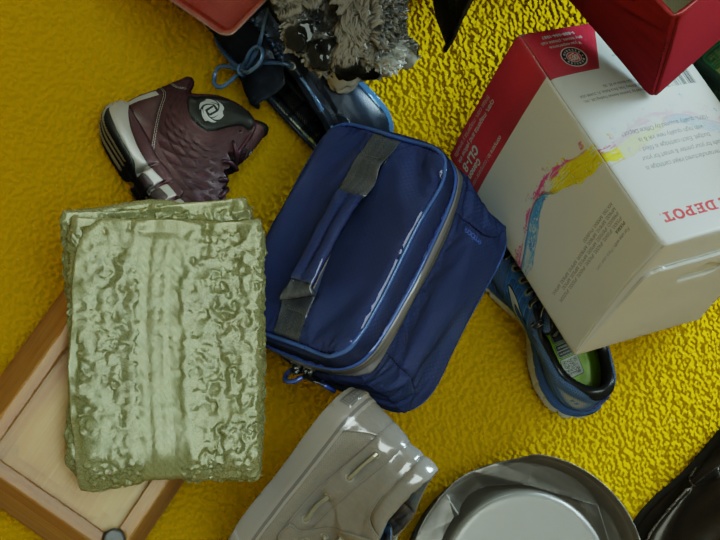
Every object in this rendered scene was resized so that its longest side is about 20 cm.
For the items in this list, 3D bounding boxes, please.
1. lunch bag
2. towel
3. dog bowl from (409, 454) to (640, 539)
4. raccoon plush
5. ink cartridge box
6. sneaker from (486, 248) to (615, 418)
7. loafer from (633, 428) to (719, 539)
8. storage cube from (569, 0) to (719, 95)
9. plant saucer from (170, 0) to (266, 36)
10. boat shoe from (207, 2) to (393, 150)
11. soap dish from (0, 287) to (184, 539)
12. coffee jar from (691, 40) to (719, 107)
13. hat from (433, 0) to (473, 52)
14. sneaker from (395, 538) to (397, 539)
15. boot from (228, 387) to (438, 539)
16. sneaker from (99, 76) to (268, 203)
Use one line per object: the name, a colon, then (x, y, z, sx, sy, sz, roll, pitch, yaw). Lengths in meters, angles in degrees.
lunch bag: (0.000, 0.000, 1.172, 0.132, 0.135, 0.202, 43, 70, -48)
towel: (-0.135, 0.050, 1.112, 0.146, 0.036, 0.203, -2, 84, -6)
dog bowl: (0.123, 0.244, 1.243, 0.197, 0.059, 0.203, 1, 85, -15)
raccoon plush: (0.026, -0.209, 1.143, 0.200, 0.134, 0.097, -45, 78, 27)
ink cartridge box: (0.193, -0.066, 1.196, 0.144, 0.145, 0.201, -12, 60, -33)
sneaker: (0.151, 0.018, 1.256, 0.078, 0.089, 0.202, -27, 87, -16)
loafer: (0.282, 0.194, 1.283, 0.073, 0.071, 0.201, 40, 76, -8)
storage cube: (0.213, -0.257, 1.090, 0.200, 0.180, 0.171, -41, 78, -2)
plant saucer: (-0.107, -0.282, 1.205, 0.199, 0.037, 0.200, 35, 70, 20)
boat shoe: (-0.061, -0.153, 1.219, 0.199, 0.084, 0.069, 39, 67, -6)
soap dish: (-0.185, 0.104, 1.162, 0.157, 0.081, 0.201, 36, 78, -8)
coffee jar: (0.305, -0.124, 1.224, 0.085, 0.105, 0.200, -28, 54, -14)
hat: (0.051, -0.264, 1.203, 0.080, 0.201, 0.203, 8, 82, -8)
sneaker: (-0.006, 0.259, 1.211, 0.086, 0.077, 0.202, 28, 80, -29)
boot: (-0.024, 0.184, 1.146, 0.095, 0.201, 0.073, 42, 33, 13)
sneaker: (-0.104, -0.059, 1.206, 0.115, 0.076, 0.201, -31, 93, -20)
